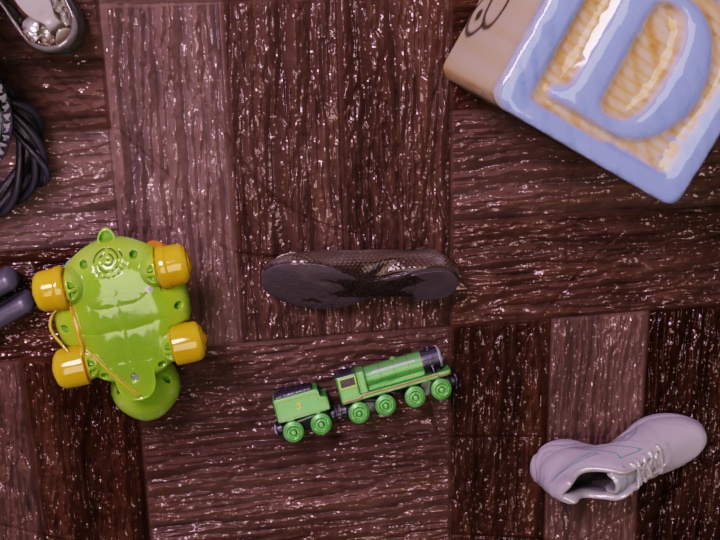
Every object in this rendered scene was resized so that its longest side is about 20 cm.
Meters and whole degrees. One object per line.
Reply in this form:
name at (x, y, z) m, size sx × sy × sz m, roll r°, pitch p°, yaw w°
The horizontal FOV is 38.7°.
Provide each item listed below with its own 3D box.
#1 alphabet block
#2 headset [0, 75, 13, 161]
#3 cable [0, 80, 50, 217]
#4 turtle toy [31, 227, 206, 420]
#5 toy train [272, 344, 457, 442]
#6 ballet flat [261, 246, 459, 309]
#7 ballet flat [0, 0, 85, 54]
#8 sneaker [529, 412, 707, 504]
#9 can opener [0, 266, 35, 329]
alphabet block at (0.214, -0.201, 0.908) m, size 0.195 × 0.200 × 0.197 m, roll 28°, pitch 102°, yaw -16°
headset at (-0.397, -0.134, 0.867) m, size 0.197 × 0.094 × 0.125 m, roll 0°, pitch 106°, yaw -19°
cable at (-0.378, -0.112, 0.921) m, size 0.198 × 0.051 × 0.165 m, roll 24°, pitch 102°, yaw -16°
turtle toy at (-0.219, 0.054, 0.970) m, size 0.143 × 0.101 × 0.203 m, roll -10°, pitch 109°, yaw -6°
toy train at (0.002, 0.125, 1.061) m, size 0.197 × 0.042 × 0.057 m, roll -16°, pitch 98°, yaw -4°
ballet flat at (0.000, 0.000, 1.022) m, size 0.197 × 0.047 × 0.068 m, roll -2°, pitch 139°, yaw -2°
ballet flat at (-0.305, -0.275, 0.875) m, size 0.067 × 0.064 × 0.201 m, roll -33°, pitch 109°, yaw 3°
sneaker at (0.289, 0.213, 1.111) m, size 0.197 × 0.080 × 0.071 m, roll -15°, pitch 107°, yaw -6°
can opener at (-0.404, 0.069, 0.963) m, size 0.198 × 0.067 × 0.054 m, roll -29°, pitch 110°, yaw 1°
